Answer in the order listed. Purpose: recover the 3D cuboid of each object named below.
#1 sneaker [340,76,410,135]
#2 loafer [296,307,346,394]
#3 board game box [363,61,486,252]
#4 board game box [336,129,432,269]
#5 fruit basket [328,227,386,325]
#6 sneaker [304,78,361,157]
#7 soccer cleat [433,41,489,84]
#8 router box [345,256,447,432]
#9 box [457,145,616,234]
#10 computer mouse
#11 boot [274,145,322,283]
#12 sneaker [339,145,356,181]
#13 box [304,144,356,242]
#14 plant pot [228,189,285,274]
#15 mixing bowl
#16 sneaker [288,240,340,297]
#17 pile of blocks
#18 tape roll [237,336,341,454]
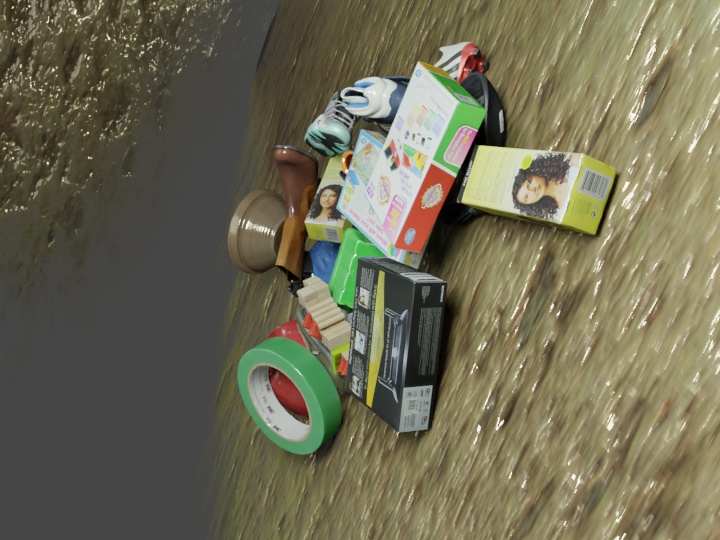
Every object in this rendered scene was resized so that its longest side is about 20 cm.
[{"bbox_3d":[0.030,-0.282,1.294,0.200,0.146,0.081,25,99,69],"label":"sneaker"},{"bbox_3d":[-0.061,0.133,1.299,0.200,0.075,0.070,54,134,48],"label":"loafer"},{"bbox_3d":[0.075,-0.147,0.987,0.200,0.040,0.153,-66,26,26],"label":"board game box"},{"bbox_3d":[0.041,-0.108,1.128,0.200,0.034,0.135,46,124,47],"label":"board game box"},{"bbox_3d":[0.000,0.000,1.290,0.200,0.094,0.185,-132,59,-84],"label":"fruit basket"},{"bbox_3d":[-0.031,-0.276,1.345,0.140,0.078,0.200,-56,17,-3],"label":"sneaker"},{"bbox_3d":[0.110,-0.243,1.107,0.085,0.069,0.200,18,76,42],"label":"soccer cleat"},{"bbox_3d":[0.043,0.094,1.032,0.157,0.052,0.200,26,113,60],"label":"router box"},{"bbox_3d":[0.186,-0.093,0.849,0.200,0.050,0.075,23,96,65],"label":"box"},{"bbox_3d":[0.151,-0.157,1.044,0.140,0.046,0.200,-34,56,54],"label":"computer mouse"},{"bbox_3d":[-0.127,-0.098,1.346,0.188,0.068,0.200,73,-152,-66],"label":"boot"},{"bbox_3d":[0.018,-0.188,1.306,0.200,0.112,0.078,-116,46,-61],"label":"sneaker"},{"bbox_3d":[-0.035,-0.143,1.393,0.050,0.075,0.200,78,-156,-51],"label":"box"},{"bbox_3d":[-0.207,-0.081,1.780,0.093,0.201,0.201,17,91,29],"label":"plant pot"},{"bbox_3d":[-0.119,0.170,1.412,0.200,0.108,0.200,-165,90,-69],"label":"mixing bowl"},{"bbox_3d":[-0.087,-0.033,1.467,0.077,0.111,0.200,142,139,-58],"label":"sneaker"},{"bbox_3d":[-0.050,0.104,1.200,0.200,0.062,0.082,57,156,21],"label":"pile of blocks"},{"bbox_3d":[-0.121,0.211,1.293,0.200,0.048,0.201,22,125,34],"label":"tape roll"}]
